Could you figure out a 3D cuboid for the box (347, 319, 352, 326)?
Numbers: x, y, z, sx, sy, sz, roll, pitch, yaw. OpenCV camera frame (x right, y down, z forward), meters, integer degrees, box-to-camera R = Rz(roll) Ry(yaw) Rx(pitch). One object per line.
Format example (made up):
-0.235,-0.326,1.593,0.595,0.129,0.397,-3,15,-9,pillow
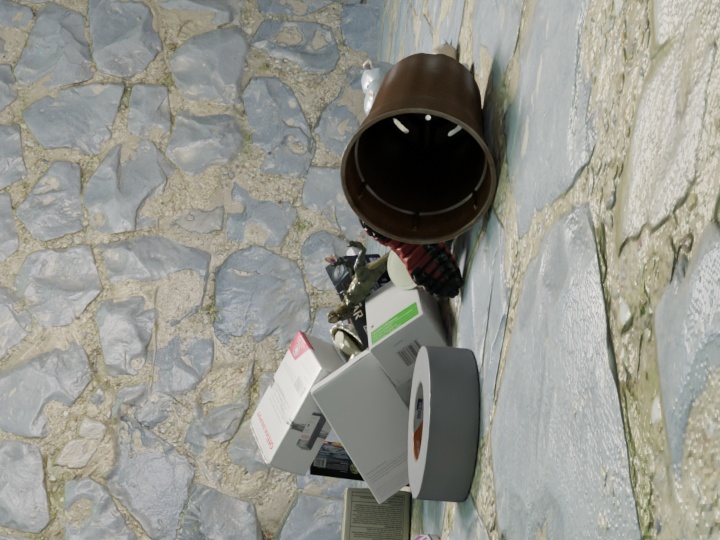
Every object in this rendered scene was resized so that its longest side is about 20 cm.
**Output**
0.038,0.128,1.739,0.200,0.074,0.102,11,-117,-77,box

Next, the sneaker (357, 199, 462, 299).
0.075,-0.044,1.237,0.071,0.200,0.098,-41,17,15,sneaker

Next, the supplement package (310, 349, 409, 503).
0.020,0.243,1.357,0.202,0.119,0.121,57,175,1,supplement package

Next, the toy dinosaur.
0.000,0.000,1.441,0.200,0.088,0.047,-47,-10,23,toy dinosaur

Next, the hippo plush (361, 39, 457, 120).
0.081,-0.337,1.504,0.160,0.157,0.203,100,173,-60,hippo plush

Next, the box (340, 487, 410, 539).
0.025,0.521,1.614,0.109,0.125,0.204,104,170,-73,box

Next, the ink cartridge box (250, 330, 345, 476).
-0.105,0.235,1.505,0.202,0.084,0.146,-59,29,10,ink cartridge box

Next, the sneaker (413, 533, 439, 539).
0.062,0.424,1.237,0.201,0.112,0.074,106,167,-80,sneaker

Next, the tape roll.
0.108,0.204,1.140,0.200,0.065,0.205,-175,90,-87,tape roll

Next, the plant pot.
0.085,-0.178,1.134,0.200,0.196,0.203,-77,-4,-48,plant pot

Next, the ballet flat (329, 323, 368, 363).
-0.006,0.158,1.519,0.200,0.070,0.073,-132,42,-54,ballet flat

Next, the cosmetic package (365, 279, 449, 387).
0.072,0.087,1.377,0.085,0.107,0.201,52,-170,-19,cosmetic package

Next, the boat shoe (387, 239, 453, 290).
0.102,-0.039,1.323,0.060,0.072,0.202,-34,-15,-35,boat shoe

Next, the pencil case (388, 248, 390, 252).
0.093,-0.036,1.602,0.200,0.076,0.088,103,178,-69,pencil case

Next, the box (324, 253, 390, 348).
0.021,0.052,1.569,0.162,0.043,0.199,64,-161,8,box

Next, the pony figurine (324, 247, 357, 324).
0.015,0.016,1.843,0.194,0.196,0.170,102,172,-65,pony figurine

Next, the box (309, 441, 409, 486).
0.004,0.355,1.565,0.137,0.196,0.041,180,99,-87,box

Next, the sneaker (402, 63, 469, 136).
0.107,-0.222,1.308,0.074,0.113,0.204,-120,36,-87,sneaker

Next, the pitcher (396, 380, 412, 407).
0.057,0.241,1.605,0.121,0.171,0.201,-42,-13,-45,pitcher
